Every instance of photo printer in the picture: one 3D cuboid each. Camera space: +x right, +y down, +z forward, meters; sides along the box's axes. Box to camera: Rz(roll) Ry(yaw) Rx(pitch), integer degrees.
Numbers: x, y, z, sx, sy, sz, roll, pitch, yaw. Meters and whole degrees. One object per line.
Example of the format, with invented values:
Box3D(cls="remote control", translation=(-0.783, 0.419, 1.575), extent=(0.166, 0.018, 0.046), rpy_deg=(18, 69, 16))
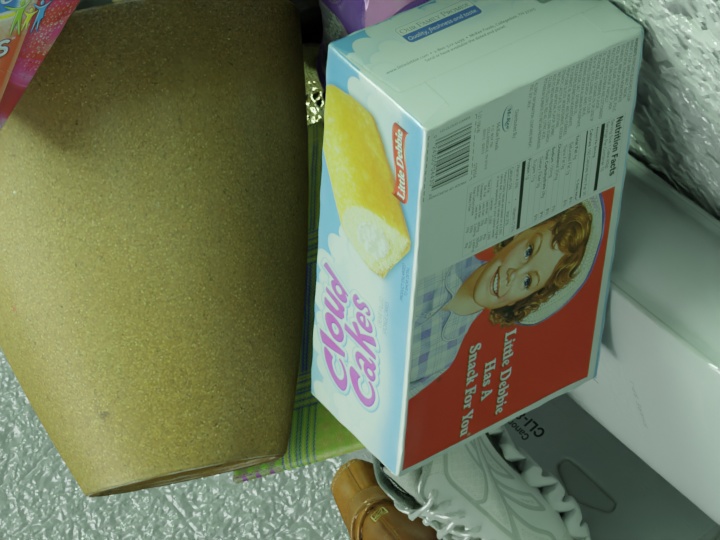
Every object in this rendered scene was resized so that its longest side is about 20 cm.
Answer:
Box3D(cls="photo printer", translation=(0.138, 0.027, 1.219), extent=(0.200, 0.069, 0.167), rpy_deg=(42, 163, 40))

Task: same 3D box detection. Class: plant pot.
Box3D(cls="plant pot", translation=(-0.100, -0.004, 1.201), extent=(0.186, 0.186, 0.201), rpy_deg=(127, 131, -82))

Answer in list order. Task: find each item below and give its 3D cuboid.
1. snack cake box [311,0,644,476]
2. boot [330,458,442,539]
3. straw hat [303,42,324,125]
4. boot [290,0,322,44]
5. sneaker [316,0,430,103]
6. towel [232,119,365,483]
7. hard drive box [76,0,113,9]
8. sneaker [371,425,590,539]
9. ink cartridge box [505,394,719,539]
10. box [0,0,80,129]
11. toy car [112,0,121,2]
Box3D(cls="snack cake box", translation=(0.047, -0.021, 1.106), extent=(0.067, 0.115, 0.200), rpy_deg=(43, 145, 34))
Box3D(cls="boot", translation=(0.062, 0.196, 1.453), extent=(0.155, 0.074, 0.200), rpy_deg=(47, 169, 51))
Box3D(cls="straw hat", translation=(-0.008, -0.082, 1.438), extent=(0.201, 0.200, 0.085), rpy_deg=(-166, 76, -76))
Box3D(cls="boot", translation=(-0.084, -0.183, 1.508), extent=(0.174, 0.069, 0.200), rpy_deg=(53, 170, 9))
Box3D(cls="sneaker", translation=(0.011, -0.126, 1.210), extent=(0.089, 0.080, 0.200), rpy_deg=(58, 171, -2))
Box3D(cls="towel", translation=(0.000, 0.000, 1.267), extent=(0.023, 0.143, 0.200), rpy_deg=(40, -138, -47))
Box3D(cls="hard drive box", translation=(-0.191, -0.234, 1.530), extent=(0.156, 0.077, 0.200), rpy_deg=(62, 179, -25))
Box3D(cls="sneaker", translation=(0.049, 0.108, 1.303), extent=(0.075, 0.081, 0.200), rpy_deg=(-19, 105, 41))
Box3D(cls="ink cartridge box", translation=(0.161, 0.151, 1.449), extent=(0.145, 0.145, 0.200), rpy_deg=(42, 170, 35))
Box3D(cls="box", translation=(-0.207, -0.158, 1.104), extent=(0.095, 0.100, 0.200), rpy_deg=(14, -154, -50))
Box3D(cls="toy car", translation=(-0.103, -0.174, 1.332), extent=(0.200, 0.164, 0.158), rpy_deg=(37, 173, -8))
